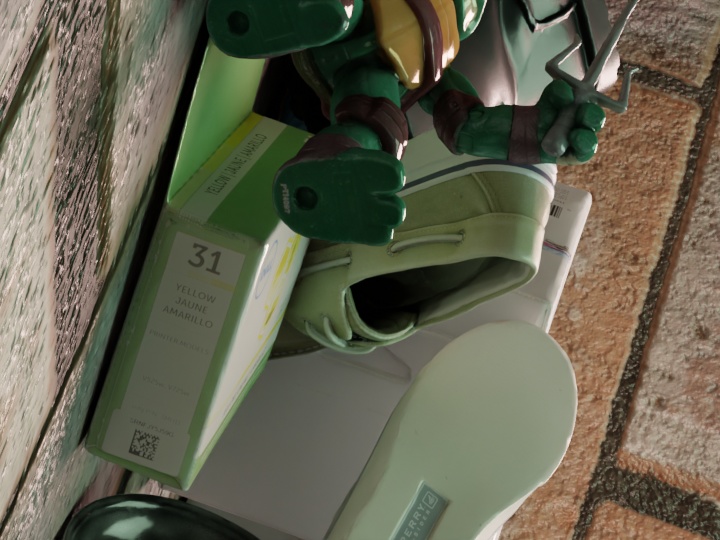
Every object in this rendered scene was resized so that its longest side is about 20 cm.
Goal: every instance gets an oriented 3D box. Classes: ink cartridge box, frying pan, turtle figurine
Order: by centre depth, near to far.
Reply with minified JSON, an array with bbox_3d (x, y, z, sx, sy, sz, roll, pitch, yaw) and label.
[{"bbox_3d":[0.019,-0.086,1.018,0.101,0.150,0.200,-34,-175,32],"label":"turtle figurine"},{"bbox_3d":[-0.070,0.142,1.061,0.031,0.115,0.190,-58,-178,27],"label":"frying pan"},{"bbox_3d":[-0.040,-0.036,1.092,0.146,0.048,0.200,-58,169,-71],"label":"ink cartridge box"},{"bbox_3d":[0.011,0.029,1.372,0.200,0.147,0.146,-57,166,-72],"label":"ink cartridge box"}]

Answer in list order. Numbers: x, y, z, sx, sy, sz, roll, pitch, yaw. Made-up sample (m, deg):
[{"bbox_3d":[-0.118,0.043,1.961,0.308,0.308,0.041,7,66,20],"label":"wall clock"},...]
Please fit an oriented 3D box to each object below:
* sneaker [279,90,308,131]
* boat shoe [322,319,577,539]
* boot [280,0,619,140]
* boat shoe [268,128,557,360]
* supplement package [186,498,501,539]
[{"bbox_3d":[0.015,-0.090,1.339,0.200,0.081,0.077,-53,163,-63],"label":"sneaker"},{"bbox_3d":[0.023,0.103,1.209,0.069,0.072,0.200,-40,-162,54],"label":"boat shoe"},{"bbox_3d":[0.026,-0.124,1.253,0.162,0.073,0.198,-32,108,-43],"label":"boot"},{"bbox_3d":[0.000,0.000,1.186,0.200,0.072,0.062,-31,-136,46],"label":"boat shoe"},{"bbox_3d":[-0.013,0.144,1.524,0.111,0.156,0.200,103,7,-49],"label":"supplement package"}]
